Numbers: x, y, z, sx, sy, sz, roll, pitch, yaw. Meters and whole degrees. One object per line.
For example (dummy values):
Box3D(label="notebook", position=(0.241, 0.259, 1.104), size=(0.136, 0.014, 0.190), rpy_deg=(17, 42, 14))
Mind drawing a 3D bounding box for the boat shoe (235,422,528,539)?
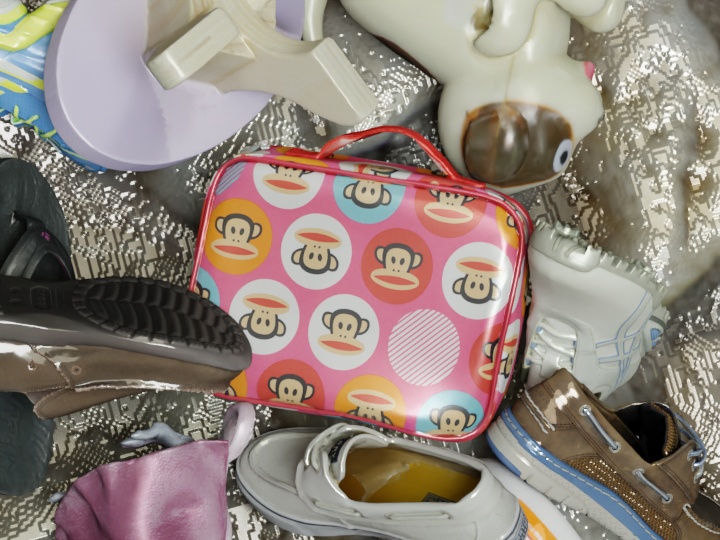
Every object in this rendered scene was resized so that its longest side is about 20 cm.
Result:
Box3D(label="boat shoe", position=(0.001, 0.117, 1.044), size=(0.071, 0.200, 0.070), rpy_deg=(-53, 135, -27))

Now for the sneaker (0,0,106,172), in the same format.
Box3D(label="sneaker", position=(-0.196, -0.111, 1.105), size=(0.200, 0.076, 0.105), rpy_deg=(-7, 82, -11))

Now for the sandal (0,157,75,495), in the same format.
Box3D(label="sandal", position=(-0.195, 0.033, 1.079), size=(0.075, 0.048, 0.201), rpy_deg=(6, 82, -51))

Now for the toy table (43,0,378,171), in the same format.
Box3D(label="toy table", position=(-0.081, -0.147, 1.060), size=(0.184, 0.117, 0.200), rpy_deg=(43, 58, -19))

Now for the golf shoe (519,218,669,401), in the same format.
Box3D(label="golf shoe", position=(0.130, 0.038, 1.071), size=(0.078, 0.200, 0.097), rpy_deg=(28, 81, 25))

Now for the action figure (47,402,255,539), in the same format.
Box3D(label="action figure", position=(-0.101, 0.198, 1.044), size=(0.149, 0.134, 0.200), rpy_deg=(-19, 71, -23))

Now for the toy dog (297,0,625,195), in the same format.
Box3D(label="toy dog", position=(0.072, -0.144, 1.124), size=(0.194, 0.140, 0.200), rpy_deg=(-27, 85, 1))

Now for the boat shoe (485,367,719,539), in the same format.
Box3D(label="boat shoe", position=(0.168, 0.119, 1.081), size=(0.200, 0.072, 0.072), rpy_deg=(28, 109, -37))

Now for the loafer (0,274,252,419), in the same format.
Box3D(label="loafer", position=(-0.162, 0.046, 1.031), size=(0.199, 0.073, 0.071), rpy_deg=(7, 117, -7))

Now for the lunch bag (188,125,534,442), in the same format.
Box3D(label="lunch bag", position=(0.000, 0.000, 1.077), size=(0.200, 0.082, 0.177), rpy_deg=(12, 97, 9))

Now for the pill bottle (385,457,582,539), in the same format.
Box3D(label="pill bottle", position=(0.037, 0.213, 1.065), size=(0.200, 0.113, 0.113), rpy_deg=(-40, 88, -13))
